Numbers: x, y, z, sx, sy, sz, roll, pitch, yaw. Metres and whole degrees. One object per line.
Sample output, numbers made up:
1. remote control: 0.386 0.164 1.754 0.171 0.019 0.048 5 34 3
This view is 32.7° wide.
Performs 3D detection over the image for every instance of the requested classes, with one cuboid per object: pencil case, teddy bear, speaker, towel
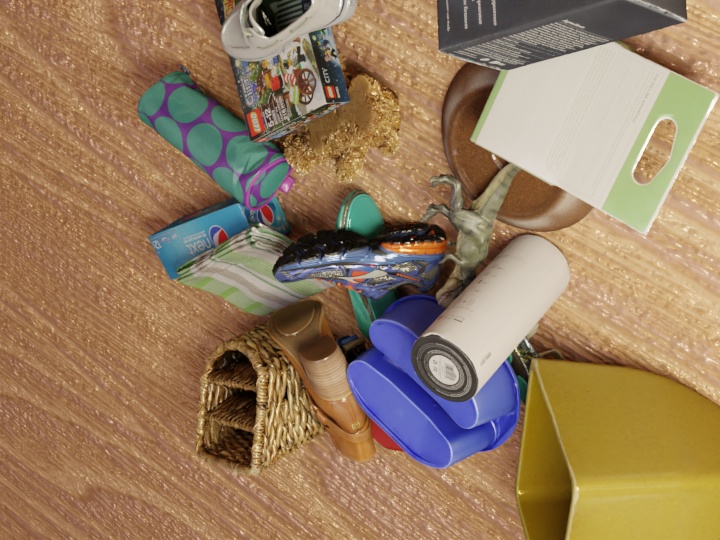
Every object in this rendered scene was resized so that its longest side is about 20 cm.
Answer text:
1. pencil case: -0.175 -0.160 1.491 0.200 0.092 0.085 40 100 19
2. teddy bear: -0.024 -0.169 1.375 0.200 0.066 0.146 -32 75 48
3. speaker: 0.137 0.045 1.262 0.081 0.200 0.082 23 134 26
4. towel: -0.124 0.009 1.532 0.149 0.031 0.200 27 149 -28

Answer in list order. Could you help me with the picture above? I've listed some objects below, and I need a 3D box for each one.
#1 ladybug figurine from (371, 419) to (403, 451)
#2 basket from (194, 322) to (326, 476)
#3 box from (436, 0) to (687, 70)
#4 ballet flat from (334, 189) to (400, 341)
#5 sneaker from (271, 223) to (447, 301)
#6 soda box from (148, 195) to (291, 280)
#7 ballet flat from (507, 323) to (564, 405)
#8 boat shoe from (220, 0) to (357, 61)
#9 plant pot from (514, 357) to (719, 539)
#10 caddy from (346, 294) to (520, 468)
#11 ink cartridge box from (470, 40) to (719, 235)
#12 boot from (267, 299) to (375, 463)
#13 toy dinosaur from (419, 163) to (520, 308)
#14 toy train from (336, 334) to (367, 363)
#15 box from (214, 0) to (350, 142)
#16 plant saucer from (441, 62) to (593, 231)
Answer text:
1. ladybug figurine: 0.066 0.162 1.476 0.136 0.072 0.200 44 137 -11
2. basket: -0.145 0.161 1.586 0.200 0.148 0.144 4 120 61
3. box: 0.169 -0.271 1.064 0.199 0.104 0.149 -6 82 43
4. ballet flat: 0.002 0.001 1.455 0.070 0.067 0.201 10 121 57
5. sneaker: 0.000 0.000 1.377 0.198 0.075 0.079 -4 112 1
6. soda box: -0.183 -0.048 1.584 0.199 0.064 0.068 -15 105 46
7. ballet flat: 0.182 0.094 1.353 0.201 0.074 0.074 55 137 -1
8. boat shoe: -0.093 -0.267 1.270 0.199 0.067 0.074 -15 87 45
9. plant pot: 0.278 0.217 1.239 0.198 0.196 0.195 -2 124 -6
10. caddy: 0.084 0.119 1.352 0.200 0.105 0.142 43 126 20
11. ink cartridge box: 0.217 -0.142 1.144 0.199 0.048 0.146 32 108 22
12. boot: -0.045 0.131 1.468 0.200 0.073 0.156 -124 12 -63
13. toy dinosaur: 0.108 -0.057 1.288 0.088 0.047 0.201 35 129 19
14. toy train: -0.026 0.128 1.551 0.046 0.034 0.200 61 155 17
15. box: -0.092 -0.257 1.347 0.136 0.038 0.202 -19 84 46
16. plant saucer: 0.158 -0.125 1.257 0.199 0.037 0.202 22 129 29
